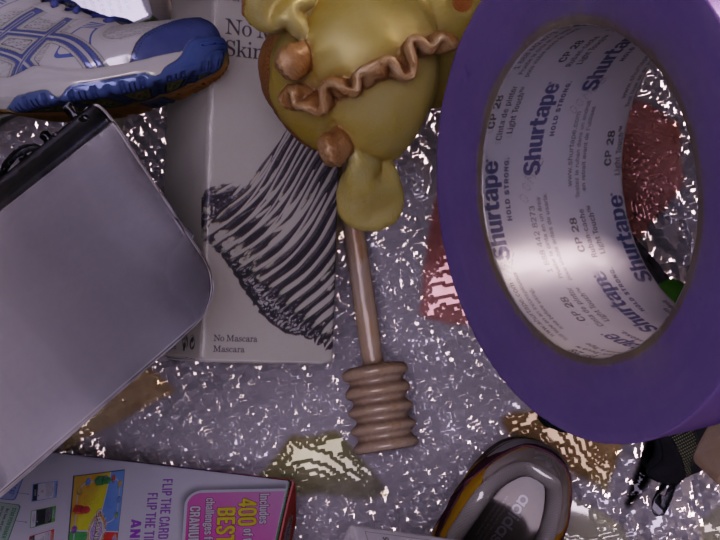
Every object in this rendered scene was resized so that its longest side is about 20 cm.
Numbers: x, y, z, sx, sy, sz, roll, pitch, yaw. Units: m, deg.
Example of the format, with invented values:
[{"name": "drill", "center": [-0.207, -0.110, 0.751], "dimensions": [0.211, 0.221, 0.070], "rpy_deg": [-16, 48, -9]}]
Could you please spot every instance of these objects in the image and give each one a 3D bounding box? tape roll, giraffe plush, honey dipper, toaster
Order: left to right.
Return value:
[{"name": "toaster", "center": [-0.183, 0.027, 0.725], "dimensions": [0.200, 0.181, 0.119], "rpy_deg": [-42, 99, -21]}, {"name": "honey dipper", "center": [0.000, 0.000, 0.815], "dimensions": [0.038, 0.038, 0.201], "rpy_deg": [-9, 82, 5]}, {"name": "giraffe plush", "center": [0.022, -0.106, 0.703], "dimensions": [0.162, 0.200, 0.173], "rpy_deg": [-37, 84, -22]}, {"name": "tape roll", "center": [0.120, -0.035, 0.598], "dimensions": [0.085, 0.200, 0.201], "rpy_deg": [-7, 86, -32]}]

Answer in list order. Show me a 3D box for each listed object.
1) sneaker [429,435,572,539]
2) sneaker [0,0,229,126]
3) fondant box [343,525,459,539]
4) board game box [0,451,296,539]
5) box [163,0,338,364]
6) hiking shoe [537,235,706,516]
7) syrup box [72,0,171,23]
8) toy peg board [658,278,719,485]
[{"name": "sneaker", "center": [0.047, 0.179, 0.771], "dimensions": [0.075, 0.090, 0.201], "rpy_deg": [25, 90, 6]}, {"name": "sneaker", "center": [-0.166, -0.117, 0.731], "dimensions": [0.199, 0.075, 0.089], "rpy_deg": [-7, 86, 7]}, {"name": "fondant box", "center": [0.065, 0.207, 0.716], "dimensions": [0.199, 0.058, 0.145], "rpy_deg": [12, 120, -20]}, {"name": "board game box", "center": [-0.144, 0.171, 0.771], "dimensions": [0.199, 0.040, 0.154], "rpy_deg": [6, 46, 6]}, {"name": "box", "center": [-0.059, -0.051, 0.790], "dimensions": [0.082, 0.068, 0.202], "rpy_deg": [2, 89, -27]}, {"name": "hiking shoe", "center": [0.121, 0.034, 0.777], "dimensions": [0.101, 0.076, 0.200], "rpy_deg": [-44, 85, -1]}, {"name": "syrup box", "center": [-0.209, -0.133, 0.815], "dimensions": [0.199, 0.079, 0.082], "rpy_deg": [-20, 86, 5]}, {"name": "toy peg board", "center": [0.241, -0.013, 0.691], "dimensions": [0.098, 0.199, 0.200], "rpy_deg": [46, 124, 42]}]
